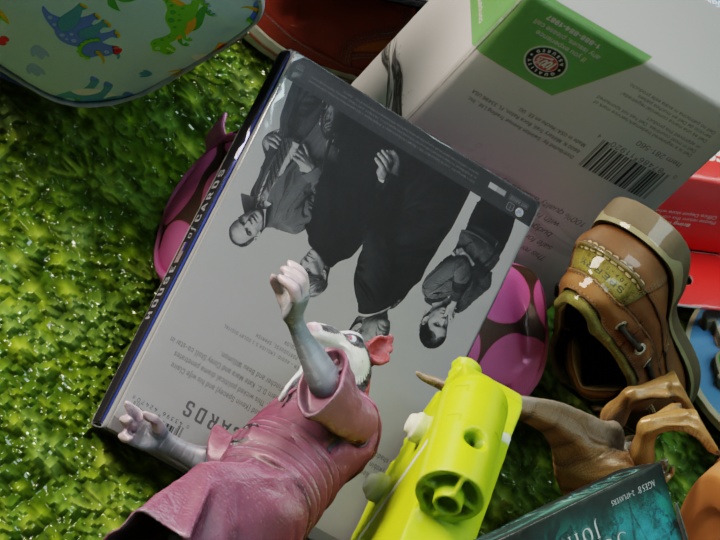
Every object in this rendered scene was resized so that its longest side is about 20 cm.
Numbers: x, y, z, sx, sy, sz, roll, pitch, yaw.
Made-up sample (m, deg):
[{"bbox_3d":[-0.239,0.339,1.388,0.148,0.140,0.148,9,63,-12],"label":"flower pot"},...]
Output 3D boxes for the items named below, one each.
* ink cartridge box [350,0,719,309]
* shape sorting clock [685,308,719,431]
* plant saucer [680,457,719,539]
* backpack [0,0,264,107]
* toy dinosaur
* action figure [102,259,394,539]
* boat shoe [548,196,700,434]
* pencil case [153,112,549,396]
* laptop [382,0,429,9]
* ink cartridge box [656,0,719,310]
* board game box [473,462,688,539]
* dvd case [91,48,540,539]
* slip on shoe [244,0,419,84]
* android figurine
[{"bbox_3d":[0.081,-0.073,1.448,0.146,0.200,0.084,28,39,-24],"label":"ink cartridge box"},{"bbox_3d":[0.281,0.049,1.578,0.199,0.039,0.200,-1,36,1],"label":"shape sorting clock"},{"bbox_3d":[0.180,0.176,1.344,0.037,0.200,0.201,4,51,-10],"label":"plant saucer"},{"bbox_3d":[-0.136,-0.170,1.324,0.183,0.200,0.147,36,44,-27],"label":"backpack"},{"bbox_3d":[0.114,0.087,1.373,0.060,0.106,0.200,64,6,34],"label":"toy dinosaur"},{"bbox_3d":[-0.034,0.095,1.222,0.149,0.134,0.200,46,54,-3],"label":"action figure"},{"bbox_3d":[0.127,0.038,1.445,0.072,0.200,0.068,31,69,26],"label":"boat shoe"},{"bbox_3d":[0.000,0.000,1.400,0.200,0.091,0.094,28,41,-27],"label":"pencil case"},{"bbox_3d":[-0.010,-0.235,1.522,0.199,0.116,0.187,14,24,3],"label":"laptop"},{"bbox_3d":[0.171,-0.077,1.616,0.116,0.067,0.200,6,51,-15],"label":"ink cartridge box"},{"bbox_3d":[0.077,0.171,1.150,0.200,0.028,0.136,-20,93,-46],"label":"board game box"},{"bbox_3d":[-0.018,0.019,1.326,0.150,0.025,0.200,31,78,-20],"label":"dvd case"},{"bbox_3d":[0.003,-0.137,1.539,0.200,0.061,0.074,25,45,-24],"label":"slip on shoe"},{"bbox_3d":[0.018,0.119,1.237,0.041,0.182,0.200,28,43,-5],"label":"android figurine"}]
